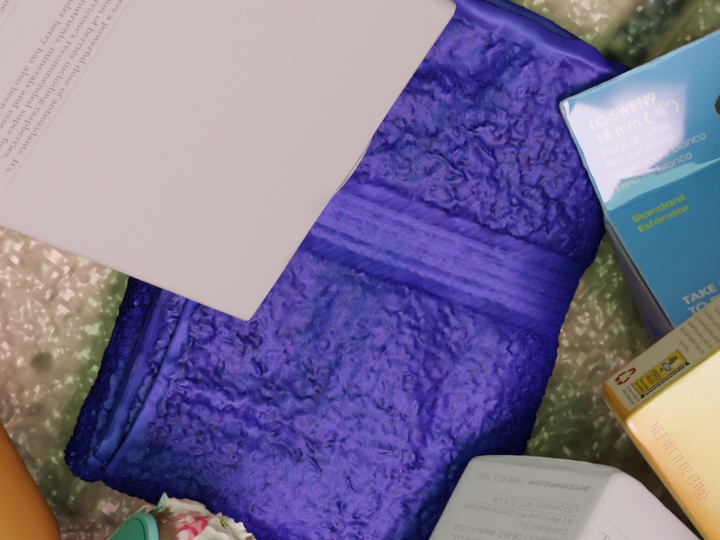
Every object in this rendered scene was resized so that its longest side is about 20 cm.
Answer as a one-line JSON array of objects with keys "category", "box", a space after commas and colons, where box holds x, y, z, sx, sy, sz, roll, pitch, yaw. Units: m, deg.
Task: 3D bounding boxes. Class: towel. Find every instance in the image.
[{"category": "towel", "box": [0.000, 0.000, 0.842, 0.147, 0.050, 0.201, 20, 93, -2]}]

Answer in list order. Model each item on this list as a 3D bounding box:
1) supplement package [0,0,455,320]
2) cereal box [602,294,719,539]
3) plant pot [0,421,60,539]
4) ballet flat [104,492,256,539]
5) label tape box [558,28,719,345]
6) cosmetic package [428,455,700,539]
[{"category": "supplement package", "box": [-0.090, -0.084, 0.738, 0.120, 0.200, 0.121, 38, 97, 34]}, {"category": "cereal box", "box": [0.191, 0.033, 0.751, 0.200, 0.040, 0.144, -37, 107, 4]}, {"category": "plant pot", "box": [-0.197, 0.057, 0.783, 0.200, 0.200, 0.183, -40, 110, 1]}, {"category": "ballet flat", "box": [-0.086, 0.138, 0.807, 0.064, 0.200, 0.076, 21, 50, -29]}, {"category": "label tape box", "box": [0.168, 0.013, 0.821, 0.144, 0.063, 0.201, -25, 106, -1]}, {"category": "cosmetic package", "box": [0.042, 0.167, 0.791, 0.102, 0.074, 0.201, 42, 64, -32]}]
